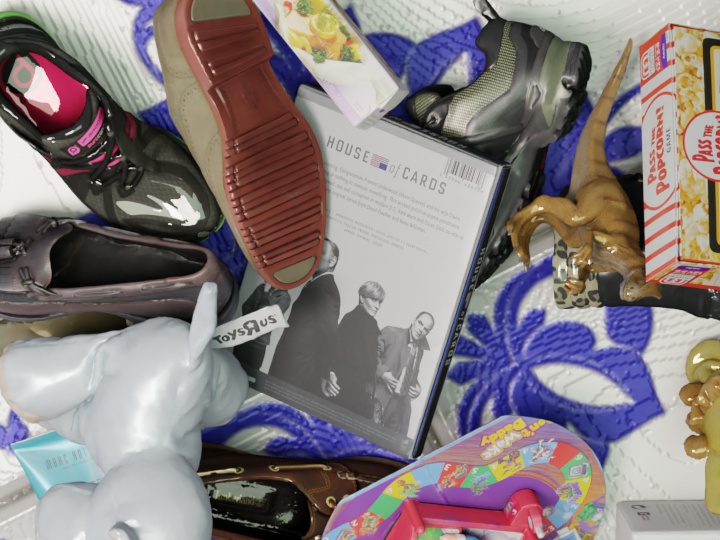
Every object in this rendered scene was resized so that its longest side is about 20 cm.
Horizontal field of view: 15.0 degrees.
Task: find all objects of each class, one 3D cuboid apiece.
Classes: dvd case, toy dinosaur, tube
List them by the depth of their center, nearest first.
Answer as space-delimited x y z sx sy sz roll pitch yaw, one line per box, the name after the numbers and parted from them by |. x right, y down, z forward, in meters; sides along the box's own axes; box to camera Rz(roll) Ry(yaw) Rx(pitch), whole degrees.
0.144 -0.041 1.708 0.106 0.201 0.061 -17 140 8 | toy dinosaur
0.000 0.000 1.738 0.150 0.025 0.201 23 106 21 | dvd case
-0.160 0.194 1.803 0.077 0.050 0.201 -20 97 -6 | tube

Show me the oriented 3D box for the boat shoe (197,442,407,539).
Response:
-0.036 0.158 1.787 0.198 0.070 0.071 5 101 -6 | boat shoe

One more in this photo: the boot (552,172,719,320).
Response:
0.204 -0.064 1.745 0.153 0.073 0.205 1 74 20 | boot

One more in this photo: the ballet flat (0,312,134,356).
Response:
-0.205 0.042 1.764 0.198 0.046 0.068 -11 103 -1 | ballet flat

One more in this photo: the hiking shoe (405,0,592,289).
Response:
0.069 -0.072 1.751 0.100 0.076 0.201 29 101 12 | hiking shoe

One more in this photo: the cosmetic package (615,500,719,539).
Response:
0.271 0.210 1.814 0.198 0.071 0.102 -1 102 -3 | cosmetic package

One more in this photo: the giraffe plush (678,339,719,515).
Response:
0.294 0.098 1.759 0.161 0.173 0.201 -23 107 19 | giraffe plush

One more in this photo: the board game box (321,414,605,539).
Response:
0.072 0.180 1.772 0.199 0.039 0.158 -28 134 2 | board game box

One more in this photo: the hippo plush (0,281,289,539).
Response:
-0.124 0.121 1.693 0.199 0.159 0.162 -15 70 29 | hippo plush

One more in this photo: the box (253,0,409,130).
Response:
-0.047 -0.175 1.699 0.039 0.041 0.200 -39 82 6 | box

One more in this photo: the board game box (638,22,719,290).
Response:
0.269 -0.061 1.657 0.199 0.046 0.153 7 72 -19 | board game box

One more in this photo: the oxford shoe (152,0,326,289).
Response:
-0.077 -0.085 1.726 0.070 0.075 0.201 -20 98 -31 | oxford shoe

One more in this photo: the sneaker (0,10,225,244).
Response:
-0.171 -0.079 1.719 0.200 0.084 0.077 38 99 -14 | sneaker

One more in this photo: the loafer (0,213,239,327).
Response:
-0.175 -0.006 1.725 0.198 0.063 0.072 8 62 9 | loafer
